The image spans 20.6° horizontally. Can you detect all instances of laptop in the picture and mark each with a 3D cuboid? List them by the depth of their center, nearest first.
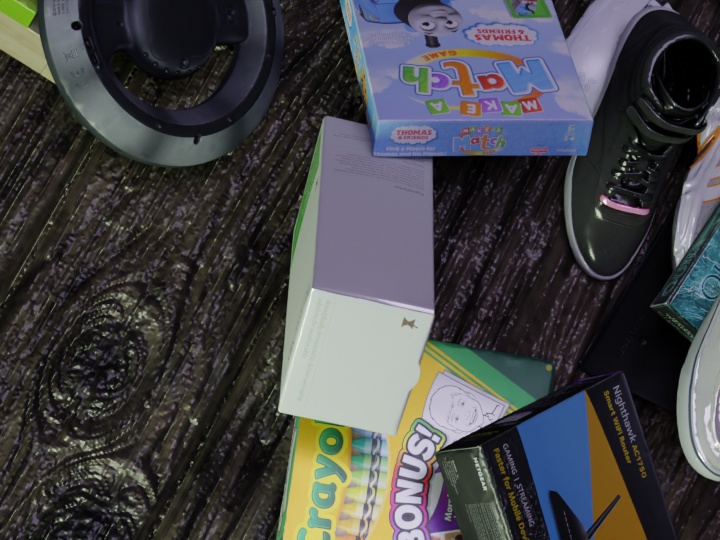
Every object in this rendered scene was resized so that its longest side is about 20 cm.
[{"bbox_3d":[0.298,0.058,1.443,0.200,0.116,0.188,43,71,-27],"label":"laptop"}]

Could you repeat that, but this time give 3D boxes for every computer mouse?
[{"bbox_3d":[0.204,-0.178,1.468,0.110,0.044,0.200,42,73,1],"label":"computer mouse"}]

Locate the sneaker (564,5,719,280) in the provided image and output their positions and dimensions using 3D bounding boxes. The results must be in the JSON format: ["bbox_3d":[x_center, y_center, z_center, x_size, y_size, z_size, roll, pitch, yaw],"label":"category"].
[{"bbox_3d":[0.198,-0.087,1.392,0.070,0.099,0.202,14,96,-10],"label":"sneaker"}]

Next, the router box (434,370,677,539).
[{"bbox_3d":[0.143,0.186,1.312,0.148,0.051,0.202,-23,96,-40],"label":"router box"}]

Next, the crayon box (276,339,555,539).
[{"bbox_3d":[0.035,0.149,1.348,0.171,0.058,0.202,10,74,-7],"label":"crayon box"}]

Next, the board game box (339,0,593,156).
[{"bbox_3d":[0.069,-0.156,1.391,0.150,0.037,0.201,-1,44,-10],"label":"board game box"}]

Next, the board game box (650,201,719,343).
[{"bbox_3d":[0.306,-0.013,1.371,0.135,0.028,0.201,39,75,-10],"label":"board game box"}]

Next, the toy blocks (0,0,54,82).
[{"bbox_3d":[-0.230,-0.226,1.386,0.199,0.100,0.138,32,64,-12],"label":"toy blocks"}]

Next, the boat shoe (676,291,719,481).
[{"bbox_3d":[0.269,0.042,1.302,0.070,0.070,0.202,26,77,-13],"label":"boat shoe"}]

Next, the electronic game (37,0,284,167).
[{"bbox_3d":[-0.135,-0.172,1.372,0.199,0.041,0.202,4,84,-39],"label":"electronic game"}]

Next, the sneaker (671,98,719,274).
[{"bbox_3d":[0.276,-0.052,1.407,0.091,0.076,0.202,11,66,16],"label":"sneaker"}]

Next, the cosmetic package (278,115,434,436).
[{"bbox_3d":[0.000,0.000,1.305,0.084,0.108,0.201,13,34,-6],"label":"cosmetic package"}]
